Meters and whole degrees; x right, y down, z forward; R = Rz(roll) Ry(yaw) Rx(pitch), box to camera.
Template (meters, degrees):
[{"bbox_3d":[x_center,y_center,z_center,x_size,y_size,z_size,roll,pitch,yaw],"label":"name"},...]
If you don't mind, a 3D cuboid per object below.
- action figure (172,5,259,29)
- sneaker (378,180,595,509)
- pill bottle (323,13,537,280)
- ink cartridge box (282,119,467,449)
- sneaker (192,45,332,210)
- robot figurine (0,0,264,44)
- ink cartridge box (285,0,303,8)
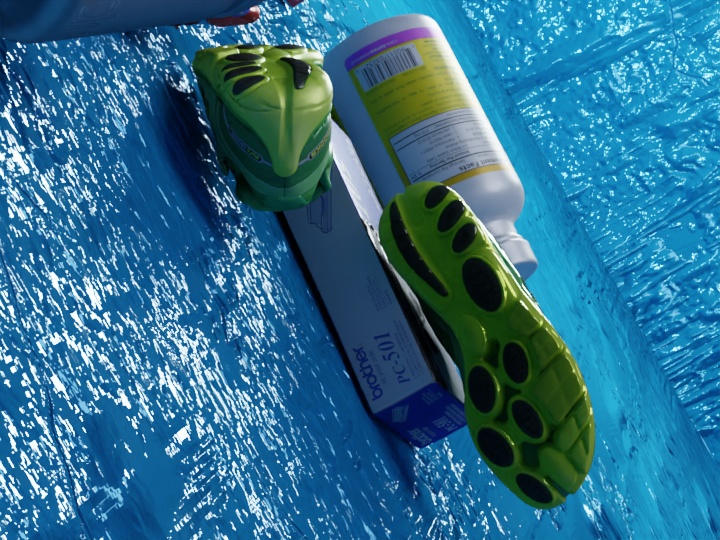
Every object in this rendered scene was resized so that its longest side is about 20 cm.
[{"bbox_3d":[-0.089,-0.165,1.436,0.200,0.051,0.066,-22,116,-86],"label":"action figure"},{"bbox_3d":[0.081,0.039,1.496,0.201,0.074,0.084,65,12,16],"label":"sneaker"},{"bbox_3d":[0.050,-0.074,1.863,0.201,0.104,0.104,64,9,16],"label":"pill bottle"},{"bbox_3d":[0.000,0.000,1.541,0.201,0.044,0.094,65,9,23],"label":"ink cartridge box"},{"bbox_3d":[-0.054,-0.077,1.412,0.200,0.074,0.084,-106,-163,-78],"label":"sneaker"},{"bbox_3d":[-0.098,-0.156,1.086,0.199,0.170,0.113,-14,73,-40],"label":"robot figurine"},{"bbox_3d":[-0.006,-0.317,1.992,0.147,0.199,0.083,65,9,25],"label":"ink cartridge box"}]
